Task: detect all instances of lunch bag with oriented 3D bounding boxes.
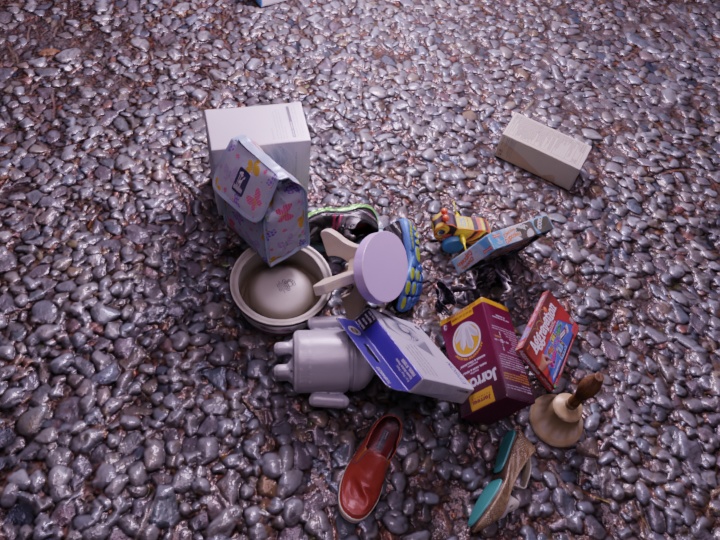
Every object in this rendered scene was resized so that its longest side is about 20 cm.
[{"bbox_3d":[-0.189,-0.138,1.251,0.127,0.200,0.170,-30,56,-28],"label":"lunch bag"}]

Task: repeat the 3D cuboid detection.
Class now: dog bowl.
[{"bbox_3d":[-0.155,0.039,1.297,0.199,0.074,0.201,3,56,-5],"label":"dog bowl"}]

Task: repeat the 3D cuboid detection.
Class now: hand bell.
[{"bbox_3d":[0.377,0.228,1.164,0.104,0.200,0.104,3,57,-5],"label":"hand bell"}]

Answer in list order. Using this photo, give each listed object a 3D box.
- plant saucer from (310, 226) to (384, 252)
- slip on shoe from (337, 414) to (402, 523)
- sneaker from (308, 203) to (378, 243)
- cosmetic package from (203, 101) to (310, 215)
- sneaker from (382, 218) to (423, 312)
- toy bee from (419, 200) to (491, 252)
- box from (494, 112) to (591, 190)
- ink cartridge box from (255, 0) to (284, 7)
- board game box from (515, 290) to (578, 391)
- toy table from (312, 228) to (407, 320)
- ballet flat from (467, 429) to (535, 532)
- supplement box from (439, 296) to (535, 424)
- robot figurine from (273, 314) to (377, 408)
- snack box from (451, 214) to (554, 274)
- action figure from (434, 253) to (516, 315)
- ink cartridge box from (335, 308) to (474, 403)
[{"bbox_3d":[-0.039,-0.070,1.417,0.199,0.019,0.070,3,57,-6],"label":"plant saucer"},{"bbox_3d":[0.019,0.331,1.134,0.074,0.061,0.200,26,59,8],"label":"slip on shoe"},{"bbox_3d":[-0.051,-0.082,1.368,0.199,0.077,0.084,-17,57,-16],"label":"sneaker"},{"bbox_3d":[-0.214,-0.231,1.390,0.199,0.200,0.123,-8,57,-12],"label":"cosmetic package"},{"bbox_3d":[0.079,-0.008,1.365,0.083,0.071,0.200,-14,67,29],"label":"sneaker"},{"bbox_3d":[0.194,-0.084,1.403,0.200,0.109,0.131,-22,64,-20],"label":"toy bee"},{"bbox_3d":[0.435,-0.285,1.583,0.200,0.078,0.095,29,58,12],"label":"box"},{"bbox_3d":[-0.271,-0.854,1.838,0.125,0.129,0.200,-26,63,-22],"label":"ink cartridge box"},{"bbox_3d":[0.363,0.130,1.277,0.103,0.019,0.200,49,42,-6],"label":"board game box"},{"bbox_3d":[0.000,0.000,1.256,0.117,0.200,0.184,-12,90,29],"label":"toy table"},{"bbox_3d":[0.252,0.369,1.138,0.065,0.071,0.200,35,62,-1],"label":"ballet flat"},{"bbox_3d":[0.230,0.167,1.225,0.086,0.110,0.201,21,47,-38],"label":"supplement box"},{"bbox_3d":[-0.058,0.165,1.202,0.199,0.113,0.170,-1,76,-8],"label":"robot figurine"},{"bbox_3d":[0.293,-0.054,1.356,0.200,0.116,0.037,-18,75,-38],"label":"snack box"},{"bbox_3d":[0.245,0.038,1.316,0.199,0.119,0.102,-17,63,-24],"label":"action figure"},{"bbox_3d":[0.079,0.146,1.175,0.200,0.041,0.200,19,22,-42],"label":"ink cartridge box"}]
